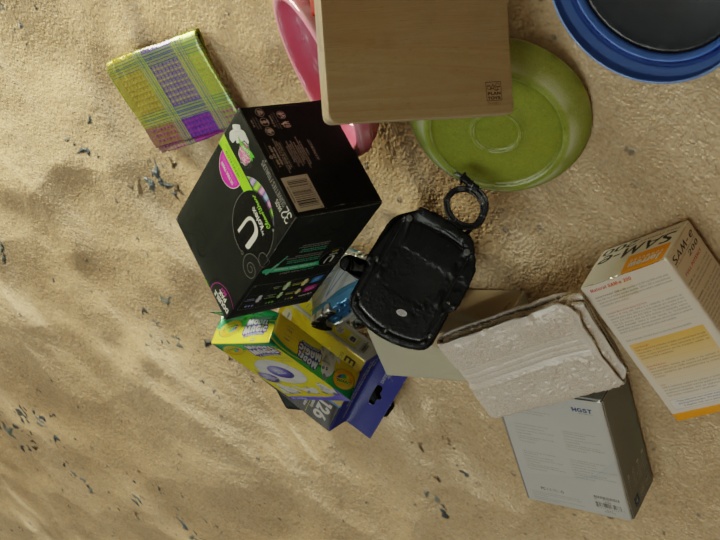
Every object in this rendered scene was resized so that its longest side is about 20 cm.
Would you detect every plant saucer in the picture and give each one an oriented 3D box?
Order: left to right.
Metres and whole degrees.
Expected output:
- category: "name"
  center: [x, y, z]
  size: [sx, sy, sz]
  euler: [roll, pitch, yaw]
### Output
- category: "plant saucer"
  center: [-0.030, -0.226, 1.370]
  size: [0.202, 0.050, 0.201]
  euler: [58, 171, 15]
- category: "plant saucer"
  center: [0.145, -0.155, 1.314]
  size: [0.197, 0.031, 0.202]
  euler: [9, 135, 9]

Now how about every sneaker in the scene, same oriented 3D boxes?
- category: "sneaker"
  center: [0.000, 0.000, 1.607]
  size: [0.199, 0.074, 0.088]
  euler: [-30, 62, 34]

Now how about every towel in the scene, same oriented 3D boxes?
- category: "towel"
  center: [-0.244, -0.234, 1.626]
  size: [0.198, 0.023, 0.145]
  euler: [-10, 119, 44]
- category: "towel"
  center: [0.199, 0.102, 1.429]
  size: [0.198, 0.035, 0.133]
  euler: [-22, 115, 35]

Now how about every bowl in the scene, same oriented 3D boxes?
- category: "bowl"
  center: [0.270, -0.270, 1.144]
  size: [0.198, 0.039, 0.202]
  euler: [23, 138, 22]

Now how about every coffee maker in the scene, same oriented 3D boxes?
- category: "coffee maker"
  center: [0.080, -0.008, 1.430]
  size: [0.135, 0.191, 0.200]
  euler: [53, -175, -1]

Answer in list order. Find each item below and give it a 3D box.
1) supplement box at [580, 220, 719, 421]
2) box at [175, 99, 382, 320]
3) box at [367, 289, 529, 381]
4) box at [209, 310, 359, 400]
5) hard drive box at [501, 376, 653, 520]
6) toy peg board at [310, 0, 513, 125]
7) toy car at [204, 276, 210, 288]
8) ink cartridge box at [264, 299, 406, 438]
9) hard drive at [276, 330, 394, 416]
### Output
- category: "supplement box"
  center: [0.353, 0.058, 1.355]
  size: [0.125, 0.074, 0.201]
  euler: [-22, 110, 49]
- category: "box"
  center: [-0.095, -0.066, 1.374]
  size: [0.150, 0.123, 0.200]
  euler: [62, 140, 21]
- category: "box"
  center: [0.117, 0.081, 1.561]
  size: [0.198, 0.095, 0.078]
  euler: [0, 126, 39]
- category: "box"
  center: [-0.106, 0.110, 1.633]
  size: [0.116, 0.049, 0.200]
  euler: [-4, 145, 42]
- category: "hard drive box"
  center: [0.269, 0.205, 1.562]
  size: [0.154, 0.077, 0.202]
  euler: [6, 130, 36]
- category: "toy peg board"
  center: [0.036, -0.246, 1.214]
  size: [0.098, 0.197, 0.203]
  euler: [-176, 81, -67]
- category: "toy car"
  center: [-0.083, -0.055, 1.559]
  size: [0.198, 0.164, 0.160]
  euler: [-26, 71, 26]
- category: "ink cartridge box"
  center: [-0.046, 0.142, 1.743]
  size: [0.199, 0.047, 0.199]
  euler: [37, 141, 10]
- category: "hard drive"
  center: [-0.057, 0.150, 1.820]
  size: [0.198, 0.033, 0.141]
  euler: [0, 125, 41]
